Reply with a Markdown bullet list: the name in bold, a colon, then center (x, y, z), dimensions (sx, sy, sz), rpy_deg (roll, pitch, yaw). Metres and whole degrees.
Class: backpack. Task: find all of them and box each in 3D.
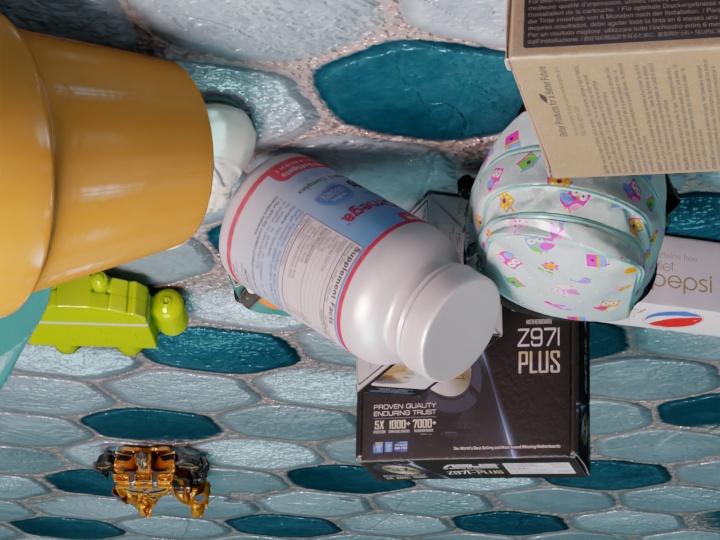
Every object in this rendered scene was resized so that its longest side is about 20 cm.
- **backpack**: center (0.152, -0.037, 1.418), dimensions (0.167, 0.127, 0.200), rpy_deg (5, 159, 2)

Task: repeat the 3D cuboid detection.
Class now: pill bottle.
- **pill bottle**: center (0.000, 0.000, 1.435), dimensions (0.200, 0.109, 0.109), rpy_deg (30, 180, 34)

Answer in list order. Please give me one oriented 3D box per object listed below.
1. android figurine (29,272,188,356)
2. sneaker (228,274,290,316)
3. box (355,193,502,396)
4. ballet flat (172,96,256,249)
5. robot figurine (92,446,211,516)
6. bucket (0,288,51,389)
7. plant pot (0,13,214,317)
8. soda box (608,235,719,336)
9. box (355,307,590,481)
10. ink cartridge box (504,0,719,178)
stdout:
- **android figurine**: center (-0.251, 0.037, 1.818), dimensions (0.182, 0.041, 0.200), rpy_deg (1, 162, 2)
- **sneaker**: center (-0.069, 0.000, 1.638), dimensions (0.080, 0.071, 0.200), rpy_deg (-1, 164, -5)
- **box**: center (0.052, 0.024, 1.631), dimensions (0.060, 0.117, 0.200), rpy_deg (5, 160, -17)
- **ballet flat**: center (-0.121, -0.063, 1.460), dimensions (0.069, 0.069, 0.200), rpy_deg (7, 161, -16)
- **robot figurine**: center (-0.252, 0.264, 2.481), dimensions (0.145, 0.058, 0.200), rpy_deg (-1, 162, 7)
- **bucket**: center (-0.341, 0.016, 1.520), dimensions (0.207, 0.207, 0.135), rpy_deg (10, 153, -24)
- **plant pot**: center (-0.203, -0.072, 1.277), dimensions (0.183, 0.200, 0.200), rpy_deg (-6, 169, -33)
- **soda box**: center (0.228, 0.007, 1.644), dimensions (0.200, 0.064, 0.068), rpy_deg (8, 162, -16)
- **box**: center (0.103, 0.099, 1.778), dimensions (0.200, 0.164, 0.086), rpy_deg (-2, 161, 14)
- **ink cartridge box**: center (0.184, -0.126, 1.222), dimensions (0.165, 0.075, 0.200), rpy_deg (-1, 162, 13)
